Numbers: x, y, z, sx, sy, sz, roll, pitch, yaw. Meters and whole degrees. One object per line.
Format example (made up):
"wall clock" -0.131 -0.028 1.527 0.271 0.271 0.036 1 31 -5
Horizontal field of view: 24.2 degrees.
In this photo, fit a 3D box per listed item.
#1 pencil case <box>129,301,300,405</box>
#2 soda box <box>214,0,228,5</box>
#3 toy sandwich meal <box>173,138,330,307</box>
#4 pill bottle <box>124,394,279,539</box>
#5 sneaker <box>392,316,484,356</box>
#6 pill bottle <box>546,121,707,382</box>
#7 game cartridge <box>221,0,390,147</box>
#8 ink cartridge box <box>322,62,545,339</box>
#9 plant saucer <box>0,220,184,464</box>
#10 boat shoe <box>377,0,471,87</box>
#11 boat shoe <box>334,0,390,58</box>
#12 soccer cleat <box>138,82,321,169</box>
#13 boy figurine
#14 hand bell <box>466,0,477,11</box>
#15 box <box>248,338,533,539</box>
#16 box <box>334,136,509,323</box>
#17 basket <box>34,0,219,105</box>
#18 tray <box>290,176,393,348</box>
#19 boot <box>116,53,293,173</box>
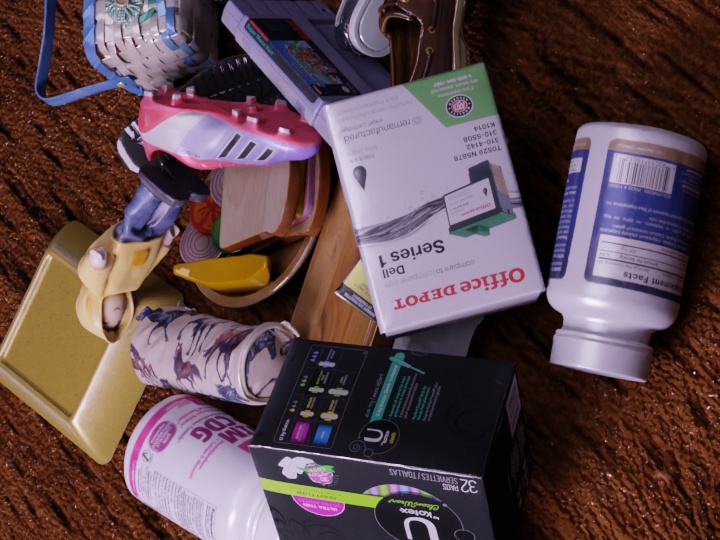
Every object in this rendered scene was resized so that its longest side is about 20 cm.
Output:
"pencil case" -0.139 0.077 1.607 0.199 0.078 0.090 6 73 48
"soda box" -0.063 -0.319 1.665 0.199 0.071 0.064 -13 74 32
"toy sandwich meal" -0.111 -0.059 1.626 0.204 0.070 0.206 -18 61 37
"pill bottle" -0.117 0.203 1.568 0.199 0.113 0.114 24 94 35
"sneaker" 0.073 0.033 1.501 0.201 0.076 0.080 -62 10 -10
"pill bottle" 0.215 -0.014 1.386 0.111 0.111 0.201 9 85 35
"game cartridge" -0.032 -0.190 1.582 0.200 0.129 0.038 50 124 31
"ink cartridge box" 0.063 -0.056 1.417 0.145 0.084 0.201 -15 85 1
"plant saucer" -0.300 0.070 1.763 0.200 0.048 0.201 31 98 35
"boat shoe" 0.053 -0.232 1.499 0.072 0.067 0.201 -20 72 59
"boat shoe" 0.040 -0.290 1.581 0.200 0.076 0.060 -53 28 -10
"soccer cleat" -0.122 -0.123 1.567 0.199 0.067 0.077 15 118 26
"boy figurine" -0.228 -0.013 1.641 0.064 0.124 0.200 40 115 17
"hand bell" 0.100 -0.256 1.547 0.200 0.104 0.104 -47 57 32
"box" 0.029 0.156 1.402 0.199 0.149 0.125 5 47 19
"box" 0.056 -0.047 1.499 0.050 0.075 0.200 37 93 2
"basket" -0.247 -0.269 1.738 0.199 0.139 0.177 -12 68 28
"tray" 0.000 0.000 1.578 0.098 0.037 0.201 19 92 36
"boot" -0.146 -0.177 1.685 0.199 0.138 0.078 -20 108 8
